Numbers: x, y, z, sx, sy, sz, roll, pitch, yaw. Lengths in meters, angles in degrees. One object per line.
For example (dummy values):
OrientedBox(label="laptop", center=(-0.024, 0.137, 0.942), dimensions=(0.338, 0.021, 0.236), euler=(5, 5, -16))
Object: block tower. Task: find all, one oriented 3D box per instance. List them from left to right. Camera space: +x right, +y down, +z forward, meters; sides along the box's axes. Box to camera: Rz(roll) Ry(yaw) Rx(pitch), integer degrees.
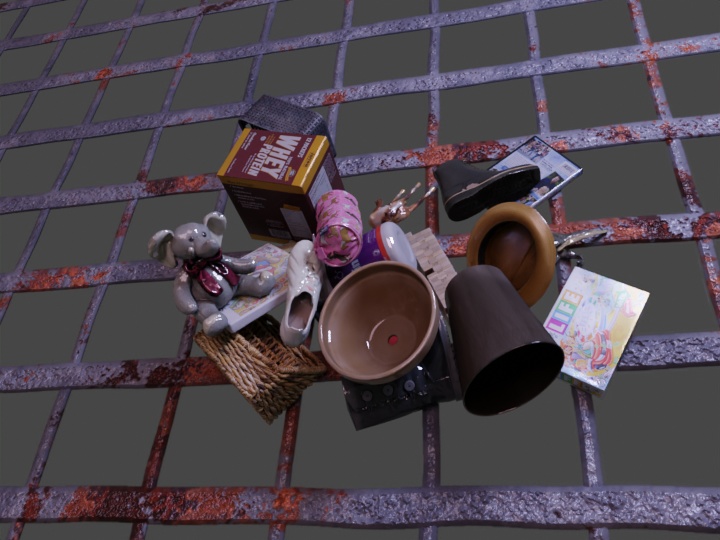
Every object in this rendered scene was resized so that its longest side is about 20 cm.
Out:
OrientedBox(label="block tower", center=(0.146, 0.006, 1.218), dimensions=(0.057, 0.054, 0.201), euler=(-25, 53, -4))

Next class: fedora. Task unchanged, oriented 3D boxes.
OrientedBox(label="fedora", center=(0.280, -0.025, 1.152), dimensions=(0.081, 0.203, 0.201), euler=(-9, 41, -39))

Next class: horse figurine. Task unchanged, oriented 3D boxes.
OrientedBox(label="horse figurine", center=(0.064, -0.119, 1.289), dimensions=(0.132, 0.050, 0.199), euler=(-43, 12, -21))

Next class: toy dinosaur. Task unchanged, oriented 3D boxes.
OrientedBox(label="toy dinosaur", center=(0.369, -0.040, 1.195), dimensions=(0.196, 0.048, 0.089), euler=(-8, 47, 7))

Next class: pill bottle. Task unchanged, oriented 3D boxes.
OrientedBox(label="pill bottle", center=(0.000, 0.000, 1.209), dimensions=(0.198, 0.112, 0.114), euler=(-28, 49, 19))

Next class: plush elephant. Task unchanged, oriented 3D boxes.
OrientedBox(label="plush elephant", center=(-0.266, -0.014, 1.105), dimensions=(0.198, 0.157, 0.164), euler=(20, 44, 40))

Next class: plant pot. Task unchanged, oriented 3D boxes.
OrientedBox(label="plant pot", center=(0.039, 0.094, 1.034), dimensions=(0.198, 0.093, 0.204), euler=(-13, 56, 20))

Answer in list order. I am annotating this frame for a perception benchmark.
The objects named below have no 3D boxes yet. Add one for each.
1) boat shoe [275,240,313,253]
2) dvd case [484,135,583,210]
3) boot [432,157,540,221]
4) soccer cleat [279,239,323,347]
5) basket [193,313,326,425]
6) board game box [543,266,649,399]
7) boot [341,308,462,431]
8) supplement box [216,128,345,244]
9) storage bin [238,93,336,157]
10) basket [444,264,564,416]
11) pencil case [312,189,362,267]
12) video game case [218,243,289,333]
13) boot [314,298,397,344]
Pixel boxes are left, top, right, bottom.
OrientedBox(label="boat shoe", center=(-0.135, -0.035, 1.322), dimensions=(0.196, 0.072, 0.077), euler=(-9, 41, 9))
OrientedBox(label="dvd case", center=(0.332, -0.186, 1.326), dimensions=(0.199, 0.018, 0.143), euler=(-35, 53, -9))
OrientedBox(label="boot", center=(0.247, -0.196, 1.304), dimensions=(0.197, 0.078, 0.140), euler=(-19, 47, 2))
OrientedBox(label="soccer cleat", center=(-0.096, 0.031, 1.101), dimensions=(0.068, 0.078, 0.203), euler=(13, 62, -12))
OrientedBox(label="basket", center=(-0.184, 0.142, 1.158), dimensions=(0.149, 0.143, 0.199), euler=(-42, 55, -15))
OrientedBox(label="board game box", center=(0.385, 0.100, 1.094), dimensions=(0.133, 0.034, 0.201), euler=(22, 64, 29))
OrientedBox(label="boot", center=(0.061, 0.163, 1.089), dimensions=(0.197, 0.066, 0.168), euler=(-16, 83, 6))
OrientedBox(label="supplement box", center=(-0.152, -0.165, 1.333), dimensions=(0.194, 0.201, 0.134), euler=(10, 57, 22))
OrientedBox(label="storage bin", center=(-0.166, -0.302, 1.476), dimensions=(0.198, 0.136, 0.094), euler=(25, 65, 30))
OrientedBox(label="basket", center=(0.213, 0.100, 1.045), dimensions=(0.181, 0.135, 0.202), euler=(-48, 34, 27))
OrientedBox(label="pencil case", center=(-0.042, -0.081, 1.177), dimensions=(0.085, 0.084, 0.201), euler=(22, 23, -11))
OrientedBox(label="video game case", center=(-0.200, 0.025, 1.191), dimensions=(0.199, 0.023, 0.181), euler=(-31, 36, -29))
OrientedBox(label="boot", center=(0.017, 0.103, 1.128), dimensions=(0.197, 0.145, 0.073), euler=(5, 55, 18))
